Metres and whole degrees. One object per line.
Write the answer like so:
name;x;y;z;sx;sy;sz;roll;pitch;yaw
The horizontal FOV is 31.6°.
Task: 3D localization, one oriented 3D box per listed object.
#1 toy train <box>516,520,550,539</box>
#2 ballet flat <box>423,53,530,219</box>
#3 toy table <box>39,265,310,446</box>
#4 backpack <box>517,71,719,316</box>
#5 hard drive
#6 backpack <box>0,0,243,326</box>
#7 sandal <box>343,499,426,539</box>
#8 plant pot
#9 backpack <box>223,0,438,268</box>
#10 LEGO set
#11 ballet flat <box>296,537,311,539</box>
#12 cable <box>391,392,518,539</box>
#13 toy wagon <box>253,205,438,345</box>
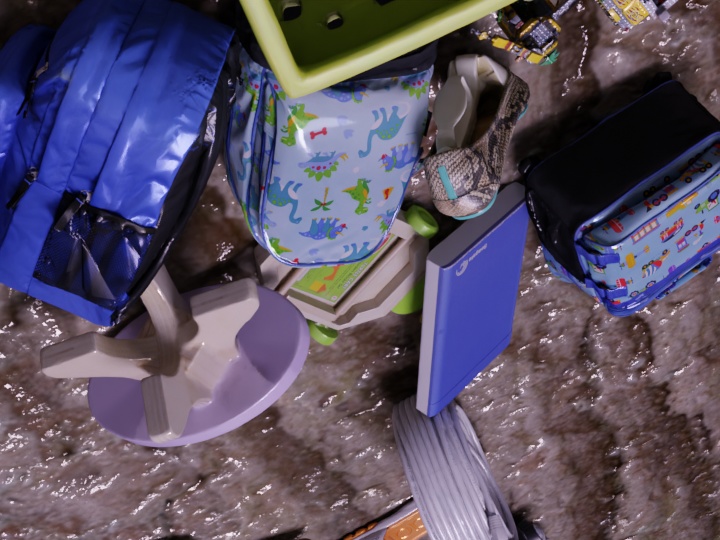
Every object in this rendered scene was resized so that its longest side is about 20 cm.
toy train;0.147;0.376;1.561;0.200;0.085;0.114;-36;150;8
ballet flat;0.086;-0.119;0.961;0.068;0.200;0.075;-14;120;26
toy table;-0.152;0.064;1.026;0.199;0.184;0.117;-30;152;7
backpack;0.249;-0.043;1.132;0.182;0.135;0.200;-32;143;-5
hard drive;0.104;0.030;1.178;0.132;0.025;0.201;-39;148;-33
backpack;-0.177;-0.091;0.855;0.167;0.163;0.200;24;123;-17
sandal;0.036;0.322;1.459;0.206;0.059;0.079;-36;137;11
plant pot;-0.010;-0.257;0.755;0.198;0.182;0.200;-25;138;-2
backpack;-0.030;-0.100;0.951;0.162;0.154;0.200;-5;145;-29
LEGO set;0.138;-0.219;0.914;0.153;0.116;0.200;-34;138;9
ballet flat;-0.140;0.350;1.407;0.200;0.068;0.072;-38;118;19
cable;0.096;0.213;1.276;0.069;0.201;0.200;-25;166;6
toy wagon;0.000;0.000;1.129;0.200;0.040;0.155;23;120;-41
